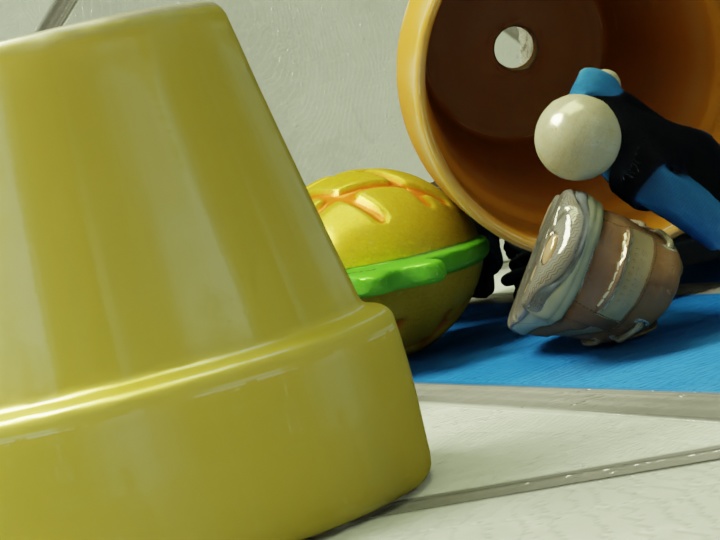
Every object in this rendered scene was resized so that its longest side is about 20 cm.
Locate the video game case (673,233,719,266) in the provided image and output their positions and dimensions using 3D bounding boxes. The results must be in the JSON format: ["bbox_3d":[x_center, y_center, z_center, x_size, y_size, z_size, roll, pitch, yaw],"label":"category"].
[{"bbox_3d":[0.211,-0.037,1.310,0.200,0.019,0.143,-12,18,-26],"label":"video game case"}]

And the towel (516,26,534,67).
[{"bbox_3d":[0.161,-0.145,1.375,0.132,0.200,0.034,-10,18,-12],"label":"towel"}]

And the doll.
[{"bbox_3d":[0.153,-0.045,1.063,0.048,0.137,0.200,-49,-38,18],"label":"doll"}]

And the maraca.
[{"bbox_3d":[0.000,0.000,1.202,0.137,0.107,0.200,-12,4,11],"label":"maraca"}]

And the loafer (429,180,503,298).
[{"bbox_3d":[0.053,-0.030,1.381,0.073,0.071,0.200,4,-9,2],"label":"loafer"}]

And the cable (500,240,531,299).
[{"bbox_3d":[0.169,-0.020,1.390,0.163,0.051,0.200,-4,13,8],"label":"cable"}]

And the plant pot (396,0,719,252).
[{"bbox_3d":[0.107,-0.121,1.247,0.200,0.201,0.183,-14,14,-8],"label":"plant pot"}]

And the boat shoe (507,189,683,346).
[{"bbox_3d":[0.116,0.007,1.074,0.072,0.076,0.200,20,3,2],"label":"boat shoe"}]

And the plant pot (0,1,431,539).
[{"bbox_3d":[-0.090,0.007,0.817,0.200,0.189,0.201,-13,3,1],"label":"plant pot"}]
